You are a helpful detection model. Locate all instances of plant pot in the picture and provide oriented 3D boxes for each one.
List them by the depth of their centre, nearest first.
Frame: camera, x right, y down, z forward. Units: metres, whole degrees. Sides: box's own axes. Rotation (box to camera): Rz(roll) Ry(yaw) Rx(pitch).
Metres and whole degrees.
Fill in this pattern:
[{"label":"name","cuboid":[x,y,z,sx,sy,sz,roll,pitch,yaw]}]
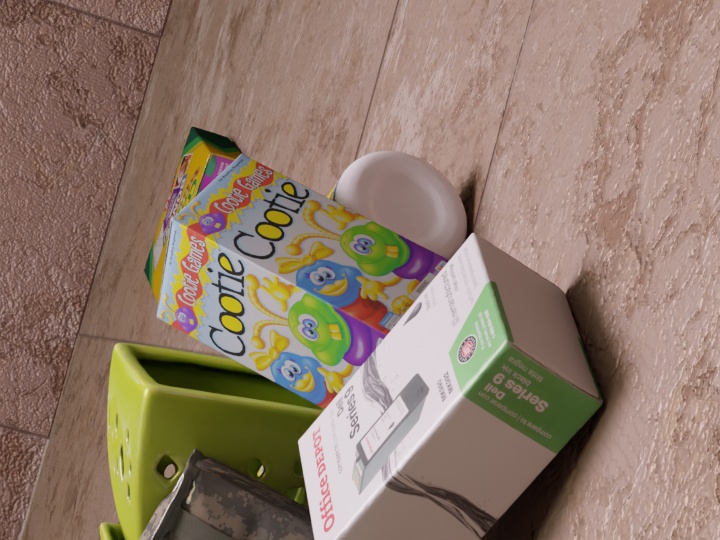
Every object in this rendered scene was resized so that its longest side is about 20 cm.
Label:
[{"label":"plant pot","cuboid":[-0.103,0.172,1.671,0.199,0.199,0.182,-151,71,-75]}]

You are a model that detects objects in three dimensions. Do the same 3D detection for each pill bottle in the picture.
[{"label":"pill bottle","cuboid":[0.000,0.000,1.725,0.200,0.112,0.112,126,156,-51]}]

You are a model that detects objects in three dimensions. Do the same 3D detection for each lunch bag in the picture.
[{"label":"lunch bag","cuboid":[-0.098,0.253,1.514,0.201,0.164,0.118,-62,3,1]}]

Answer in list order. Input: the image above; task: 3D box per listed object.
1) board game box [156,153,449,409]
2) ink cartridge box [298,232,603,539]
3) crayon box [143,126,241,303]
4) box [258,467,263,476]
[{"label":"board game box","cuboid":[-0.038,0.017,1.597,0.105,0.199,0.103,-48,-22,-44]},{"label":"ink cartridge box","cuboid":[0.053,0.100,1.385,0.200,0.084,0.146,-51,23,19]},{"label":"crayon box","cuboid":[-0.207,-0.063,2.656,0.173,0.058,0.201,-128,56,-72]},{"label":"box","cuboid":[-0.057,0.115,1.940,0.200,0.048,0.118,-96,27,-59]}]
